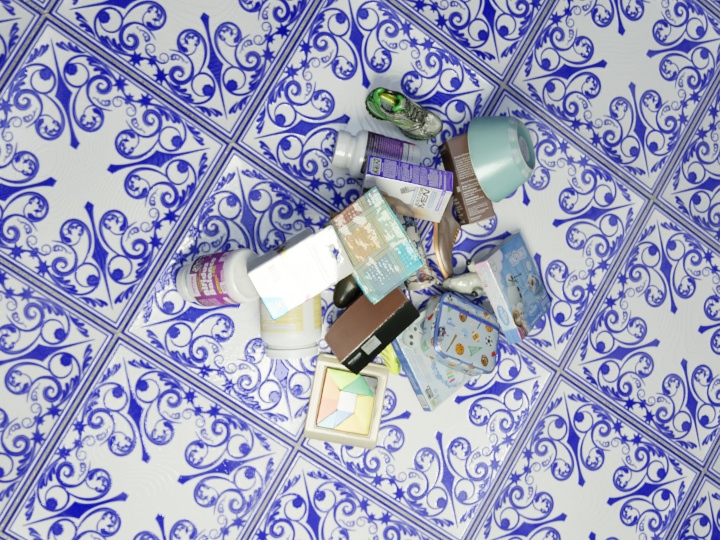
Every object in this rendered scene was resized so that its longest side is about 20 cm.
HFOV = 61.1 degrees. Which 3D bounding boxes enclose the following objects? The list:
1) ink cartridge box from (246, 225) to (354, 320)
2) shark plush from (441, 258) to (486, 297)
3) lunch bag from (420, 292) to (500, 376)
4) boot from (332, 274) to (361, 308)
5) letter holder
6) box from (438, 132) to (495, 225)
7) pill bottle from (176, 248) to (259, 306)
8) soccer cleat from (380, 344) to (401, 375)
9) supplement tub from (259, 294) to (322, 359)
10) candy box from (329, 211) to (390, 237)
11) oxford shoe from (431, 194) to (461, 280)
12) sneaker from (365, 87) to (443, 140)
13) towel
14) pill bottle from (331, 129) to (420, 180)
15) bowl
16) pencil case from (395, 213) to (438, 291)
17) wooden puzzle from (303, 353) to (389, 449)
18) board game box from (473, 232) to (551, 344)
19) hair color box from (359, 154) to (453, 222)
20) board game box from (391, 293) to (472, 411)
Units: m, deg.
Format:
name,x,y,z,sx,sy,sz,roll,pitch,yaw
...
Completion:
name,x,y,z,sx,sy,sz,roll,pitch,yaw
ink cartridge box,-0.124,-0.004,1.257,0.196,0.068,0.117,-30,110,-4
shark plush,0.290,0.029,1.470,0.195,0.083,0.094,-3,69,-38
lunch bag,0.231,0.143,1.404,0.196,0.075,0.165,26,66,-24
boot,0.000,0.000,1.421,0.074,0.097,0.203,33,86,-7
letter holder,0.009,0.101,1.355,0.199,0.101,0.143,-41,59,1
box,0.252,-0.214,1.453,0.072,0.100,0.207,-15,92,-4
pill bottle,-0.309,0.019,1.326,0.195,0.111,0.117,-8,92,35
soccer cleat,0.045,0.154,1.457,0.081,0.065,0.206,-17,97,19
supplement tub,-0.158,0.087,1.375,0.140,0.145,0.208,-2,91,-8
candy box,-0.006,-0.105,1.367,0.112,0.200,0.059,-2,94,-9
oxford shoe,0.208,-0.081,1.456,0.070,0.071,0.208,-8,92,10
sneaker,0.106,-0.368,1.439,0.194,0.085,0.081,19,88,-9
towel,0.029,-0.051,1.267,0.145,0.022,0.203,-35,103,-2
pill bottle,0.034,-0.260,1.416,0.193,0.111,0.115,13,89,-9
bowl,0.336,-0.272,1.408,0.103,0.199,0.207,-15,94,34
pencil case,0.118,-0.051,1.448,0.087,0.078,0.206,-21,93,7
wooden puzzle,-0.031,0.314,1.450,0.179,0.037,0.207,12,89,-9
board game box,0.366,0.038,1.446,0.198,0.043,0.204,-32,97,-47
hair color box,0.099,-0.180,1.361,0.193,0.110,0.066,12,56,-3
board game box,0.182,0.189,1.441,0.196,0.043,0.205,-29,95,-30
